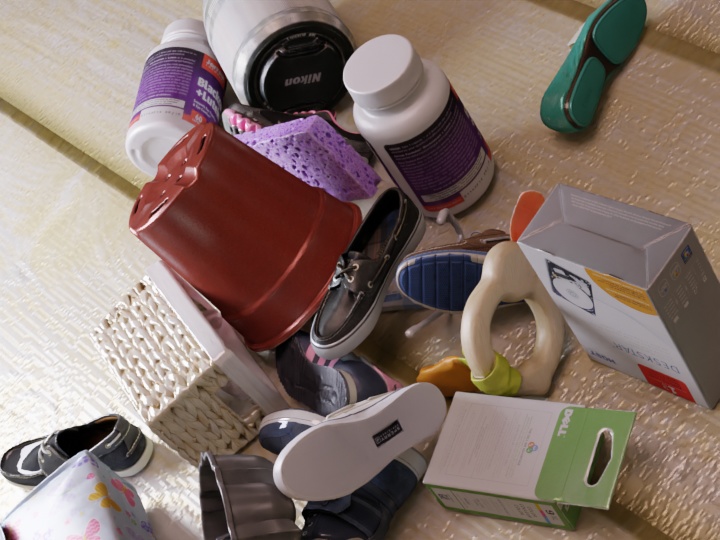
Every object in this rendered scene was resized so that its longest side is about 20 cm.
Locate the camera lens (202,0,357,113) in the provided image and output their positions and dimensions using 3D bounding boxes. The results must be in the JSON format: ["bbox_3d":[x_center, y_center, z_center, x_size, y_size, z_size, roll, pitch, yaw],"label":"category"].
[{"bbox_3d":[-0.103,-0.290,2.062,0.159,0.160,0.200,-34,43,4],"label":"camera lens"}]

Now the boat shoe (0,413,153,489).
[{"bbox_3d":[-0.333,0.200,1.873,0.199,0.068,0.072,-12,51,27],"label":"boat shoe"}]

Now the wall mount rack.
[{"bbox_3d":[0.033,0.019,1.779,0.199,0.075,0.175,-6,52,30],"label":"wall mount rack"}]

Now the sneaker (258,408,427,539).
[{"bbox_3d":[-0.049,0.224,1.662,0.201,0.077,0.147,11,59,37],"label":"sneaker"}]

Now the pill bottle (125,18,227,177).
[{"bbox_3d":[-0.231,-0.224,2.126,0.111,0.112,0.201,-12,50,24],"label":"pill bottle"}]

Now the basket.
[{"bbox_3d":[-0.192,0.108,1.813,0.123,0.136,0.200,-42,44,1],"label":"basket"}]

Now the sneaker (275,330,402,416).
[{"bbox_3d":[-0.027,0.112,1.761,0.200,0.081,0.071,35,121,59],"label":"sneaker"}]

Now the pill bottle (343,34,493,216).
[{"bbox_3d":[0.061,-0.160,1.809,0.111,0.200,0.112,-17,47,19],"label":"pill bottle"}]

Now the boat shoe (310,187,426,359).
[{"bbox_3d":[0.000,0.000,1.727,0.068,0.057,0.201,11,58,38],"label":"boat shoe"}]

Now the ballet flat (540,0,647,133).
[{"bbox_3d":[0.254,-0.237,1.861,0.070,0.067,0.201,-1,51,49],"label":"ballet flat"}]

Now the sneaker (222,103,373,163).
[{"bbox_3d":[-0.070,-0.160,1.980,0.199,0.079,0.096,25,61,18],"label":"sneaker"}]

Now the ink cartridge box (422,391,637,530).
[{"bbox_3d":[0.168,0.182,1.569,0.199,0.059,0.104,3,57,34],"label":"ink cartridge box"}]

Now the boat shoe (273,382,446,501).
[{"bbox_3d":[-0.010,0.164,1.591,0.199,0.071,0.070,-29,8,-33],"label":"boat shoe"}]

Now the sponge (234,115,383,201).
[{"bbox_3d":[-0.071,-0.120,1.894,0.199,0.112,0.030,-5,47,56],"label":"sponge"}]

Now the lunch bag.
[{"bbox_3d":[-0.315,0.319,1.723,0.200,0.127,0.170,-39,41,8],"label":"lunch bag"}]

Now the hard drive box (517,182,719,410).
[{"bbox_3d":[0.258,0.024,1.541,0.155,0.200,0.077,22,69,43],"label":"hard drive box"}]

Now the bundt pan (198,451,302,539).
[{"bbox_3d":[-0.101,0.267,1.592,0.075,0.203,0.203,-9,42,-14],"label":"bundt pan"}]

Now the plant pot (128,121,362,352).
[{"bbox_3d":[-0.135,-0.048,1.808,0.201,0.195,0.201,-42,24,24],"label":"plant pot"}]

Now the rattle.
[{"bbox_3d":[0.134,0.026,1.666,0.143,0.129,0.202,170,100,-70],"label":"rattle"}]

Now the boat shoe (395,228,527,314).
[{"bbox_3d":[0.133,-0.003,1.712,0.198,0.073,0.073,1,32,-6],"label":"boat shoe"}]
